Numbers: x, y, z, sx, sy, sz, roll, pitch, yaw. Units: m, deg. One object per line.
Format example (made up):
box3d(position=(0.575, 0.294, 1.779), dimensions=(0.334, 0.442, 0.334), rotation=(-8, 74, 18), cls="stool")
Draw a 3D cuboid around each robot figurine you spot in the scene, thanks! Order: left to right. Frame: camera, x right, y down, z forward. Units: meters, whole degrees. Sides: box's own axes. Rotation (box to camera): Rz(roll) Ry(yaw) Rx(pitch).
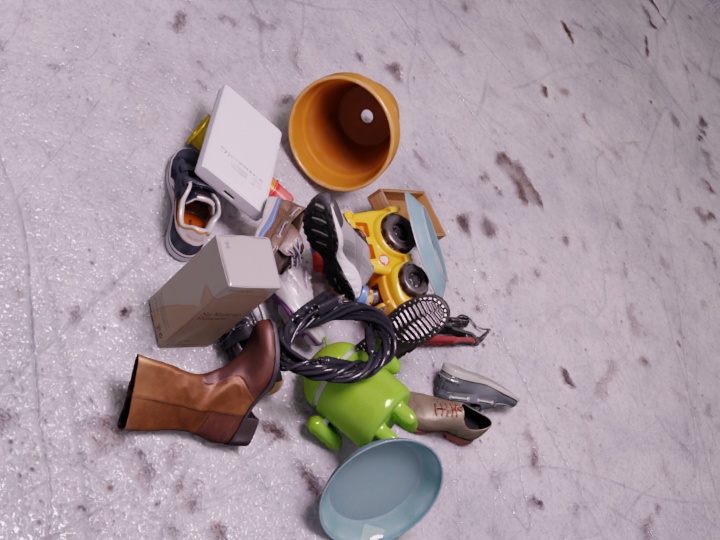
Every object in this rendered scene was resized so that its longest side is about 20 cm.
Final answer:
box3d(position=(-0.004, 0.191, 1.444), dimensions=(0.199, 0.116, 0.176), rotation=(36, 79, 17), cls="robot figurine")

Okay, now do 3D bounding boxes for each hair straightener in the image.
box3d(position=(0.169, 0.099, 1.742), dimensions=(0.197, 0.041, 0.078), rotation=(3, 62, -41), cls="hair straightener")

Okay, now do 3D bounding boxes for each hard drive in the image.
box3d(position=(-0.193, -0.191, 1.519), dimensions=(0.131, 0.026, 0.202), rotation=(39, 39, -30), cls="hard drive")

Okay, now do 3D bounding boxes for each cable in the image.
box3d(position=(-0.041, 0.110, 1.402), dimensions=(0.162, 0.051, 0.199), rotation=(34, 42, 21), cls="cable")

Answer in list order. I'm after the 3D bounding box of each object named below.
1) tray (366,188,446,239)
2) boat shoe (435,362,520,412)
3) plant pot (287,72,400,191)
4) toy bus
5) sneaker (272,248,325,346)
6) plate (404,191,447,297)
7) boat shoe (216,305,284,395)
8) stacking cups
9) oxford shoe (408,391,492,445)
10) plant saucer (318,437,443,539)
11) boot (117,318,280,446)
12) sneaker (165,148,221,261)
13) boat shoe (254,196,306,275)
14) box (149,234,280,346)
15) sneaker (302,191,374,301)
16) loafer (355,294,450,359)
box3d(position=(0.088, -0.099, 1.760), dimensions=(0.199, 0.037, 0.100), rotation=(-7, 68, -62), cls="tray")
box3d(position=(0.209, 0.221, 1.701), dimensions=(0.198, 0.072, 0.063), rotation=(24, 92, -38), cls="boat shoe")
box3d(position=(-0.009, -0.267, 1.720), dimensions=(0.201, 0.199, 0.183), rotation=(50, 27, -4), cls="plant pot")
box3d(position=(0.000, 0.000, 1.587), dimensions=(0.189, 0.135, 0.204), rotation=(-1, 67, -38), cls="toy bus")
box3d(position=(-0.100, 0.022, 1.502), dimensions=(0.099, 0.075, 0.202), rotation=(-31, 86, -19), cls="sneaker")
box3d(position=(0.119, -0.044, 1.640), dimensions=(0.200, 0.025, 0.204), rotation=(-19, 91, -81), cls="plate")
box3d(position=(-0.176, 0.093, 1.405), dimensions=(0.203, 0.074, 0.062), rotation=(66, 22, 6), cls="boat shoe")
box3d(position=(-0.198, -0.167, 1.576), dimensions=(0.200, 0.060, 0.061), rotation=(44, 43, -19), cls="stacking cups")
box3d(position=(0.136, 0.237, 1.597), dimensions=(0.197, 0.075, 0.072), rotation=(20, 52, -32), cls="oxford shoe")
box3d(position=(0.026, 0.317, 1.385), dimensions=(0.197, 0.202, 0.036), rotation=(19, 20, -32), cls="plant saucer")
box3d(position=(-0.220, 0.140, 1.297), dimensions=(0.197, 0.191, 0.068), rotation=(17, 10, -32), cls="boot")
box3d(position=(-0.256, -0.117, 1.469), dimensions=(0.077, 0.079, 0.203), rotation=(17, 52, -33), cls="sneaker")
box3d(position=(-0.122, -0.038, 1.435), dimensions=(0.071, 0.073, 0.203), rotation=(4, 49, 5), cls="boat shoe")
box3d(position=(-0.206, 0.031, 1.325), dimensions=(0.094, 0.199, 0.079), rotation=(2, 62, -40), cls="box")
box3d(position=(-0.030, -0.047, 1.453), dimensions=(0.079, 0.073, 0.202), rotation=(-47, 140, -25), cls="sneaker")
box3d(position=(0.057, 0.106, 1.543), dimensions=(0.074, 0.198, 0.071), rotation=(58, 3, 5), cls="loafer")
